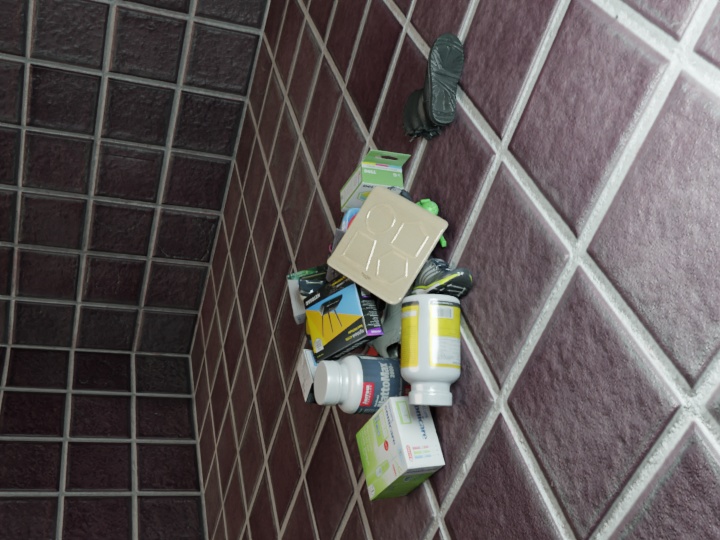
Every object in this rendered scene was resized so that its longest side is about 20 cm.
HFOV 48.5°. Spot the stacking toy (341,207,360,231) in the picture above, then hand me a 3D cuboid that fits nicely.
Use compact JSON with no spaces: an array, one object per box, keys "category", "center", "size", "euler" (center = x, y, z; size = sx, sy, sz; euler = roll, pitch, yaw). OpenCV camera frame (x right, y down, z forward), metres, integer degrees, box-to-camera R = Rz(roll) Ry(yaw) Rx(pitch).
[{"category":"stacking toy","center":[0.053,-0.085,1.810],"size":[0.200,0.109,0.117],"euler":[2,87,55]}]

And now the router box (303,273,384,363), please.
[{"category":"router box","center":[-0.039,0.096,1.696],"size":[0.200,0.051,0.150],"euler":[-34,64,49]}]

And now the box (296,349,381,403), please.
[{"category":"box","center":[-0.031,0.240,1.774],"size":[0.117,0.199,0.060],"euler":[-111,35,-54]}]

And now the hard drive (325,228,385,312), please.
[{"category":"hard drive","center":[0.000,0.000,1.722],"size":[0.200,0.042,0.136],"euler":[35,118,49]}]

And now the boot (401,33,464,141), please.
[{"category":"boot","center":[0.146,-0.372,1.656],"size":[0.162,0.073,0.200],"euler":[176,99,-72]}]

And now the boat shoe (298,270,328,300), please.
[{"category":"boat shoe","center":[-0.054,0.016,1.890],"size":[0.075,0.199,0.062],"euler":[-133,33,-59]}]

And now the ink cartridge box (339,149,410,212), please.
[{"category":"ink cartridge box","center":[0.034,-0.198,1.851],"size":[0.200,0.103,0.060],"euler":[133,138,-57]}]

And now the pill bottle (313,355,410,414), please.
[{"category":"pill bottle","center":[0.011,0.238,1.660],"size":[0.119,0.199,0.120],"euler":[-175,90,-69]}]

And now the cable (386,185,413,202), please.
[{"category":"cable","center":[0.075,-0.075,1.705],"size":[0.163,0.051,0.200],"euler":[50,138,12]}]

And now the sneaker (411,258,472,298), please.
[{"category":"sneaker","center":[0.151,0.013,1.536],"size":[0.200,0.073,0.081],"euler":[157,121,-65]}]

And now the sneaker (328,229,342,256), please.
[{"category":"sneaker","center":[-0.047,-0.041,2.048],"size":[0.081,0.086,0.201],"euler":[-103,27,-44]}]

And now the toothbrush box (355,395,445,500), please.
[{"category":"toothbrush box","center":[0.075,0.357,1.605],"size":[0.200,0.086,0.146],"euler":[125,138,-51]}]

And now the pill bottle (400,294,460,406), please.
[{"category":"pill bottle","center":[0.130,0.150,1.490],"size":[0.112,0.111,0.201],"euler":[155,119,-66]}]

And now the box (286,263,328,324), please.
[{"category":"box","center":[-0.075,0.043,1.959],"size":[0.036,0.199,0.145],"euler":[75,179,-46]}]

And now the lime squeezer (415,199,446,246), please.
[{"category":"lime squeezer","center":[0.138,-0.117,1.668],"size":[0.200,0.038,0.071],"euler":[47,159,62]}]

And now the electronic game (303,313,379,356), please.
[{"category":"electronic game","center":[-0.040,0.148,1.864],"size":[0.042,0.199,0.201],"euler":[-52,-14,-54]}]

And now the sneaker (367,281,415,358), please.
[{"category":"sneaker","center":[0.085,0.107,1.709],"size":[0.092,0.075,0.201],"euler":[47,129,35]}]

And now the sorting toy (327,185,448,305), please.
[{"category":"sorting toy","center":[0.054,-0.052,1.607],"size":[0.185,0.036,0.201],"euler":[32,85,27]}]
